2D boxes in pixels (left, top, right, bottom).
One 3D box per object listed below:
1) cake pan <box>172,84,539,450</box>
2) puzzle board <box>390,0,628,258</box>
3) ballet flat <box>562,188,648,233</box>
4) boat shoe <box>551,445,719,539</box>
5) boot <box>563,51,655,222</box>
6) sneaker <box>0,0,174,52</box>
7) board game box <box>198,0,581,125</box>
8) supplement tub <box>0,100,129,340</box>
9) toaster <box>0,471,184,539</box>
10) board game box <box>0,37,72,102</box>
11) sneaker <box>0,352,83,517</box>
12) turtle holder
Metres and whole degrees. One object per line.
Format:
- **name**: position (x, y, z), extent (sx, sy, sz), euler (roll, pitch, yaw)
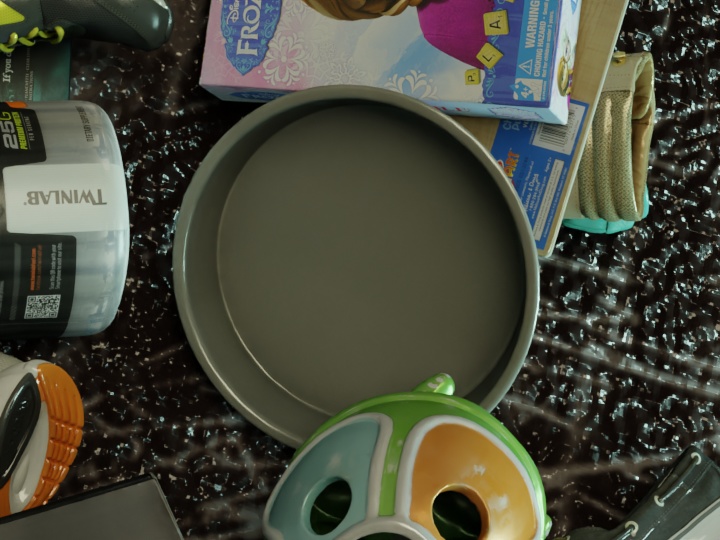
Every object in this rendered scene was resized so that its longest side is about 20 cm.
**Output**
- **cake pan**: position (0.000, 0.000, 1.403), extent (0.199, 0.037, 0.202), euler (3, 103, 15)
- **puzzle board**: position (0.062, -0.120, 1.432), extent (0.150, 0.017, 0.202), euler (16, 86, 20)
- **ballet flat**: position (0.115, -0.117, 1.523), extent (0.070, 0.067, 0.202), euler (-6, 73, -5)
- **boat shoe**: position (0.128, 0.164, 1.440), extent (0.199, 0.069, 0.057), euler (-31, 76, -29)
- **boot**: position (0.085, -0.117, 1.468), extent (0.154, 0.073, 0.202), euler (-5, 75, 20)
- **sneaker**: position (-0.198, -0.136, 1.403), extent (0.198, 0.075, 0.085), euler (14, 76, -3)
- **board game box**: position (0.023, -0.185, 1.426), extent (0.198, 0.041, 0.202), euler (4, 82, 19)
- **supplement tub**: position (-0.225, -0.024, 1.354), extent (0.198, 0.123, 0.124), euler (-3, 74, -19)
- **toaster**: position (-0.162, 0.211, 1.259), extent (0.199, 0.182, 0.119), euler (-15, 38, -21)
- **board game box**: position (-0.222, -0.162, 1.450), extent (0.134, 0.028, 0.202), euler (6, 72, -15)
- **sneaker**: position (-0.213, 0.132, 1.345), extent (0.076, 0.092, 0.201), euler (31, 81, -50)
- **turtle holder**: position (0.001, 0.144, 1.344), extent (0.184, 0.132, 0.142), euler (-14, 102, 13)
